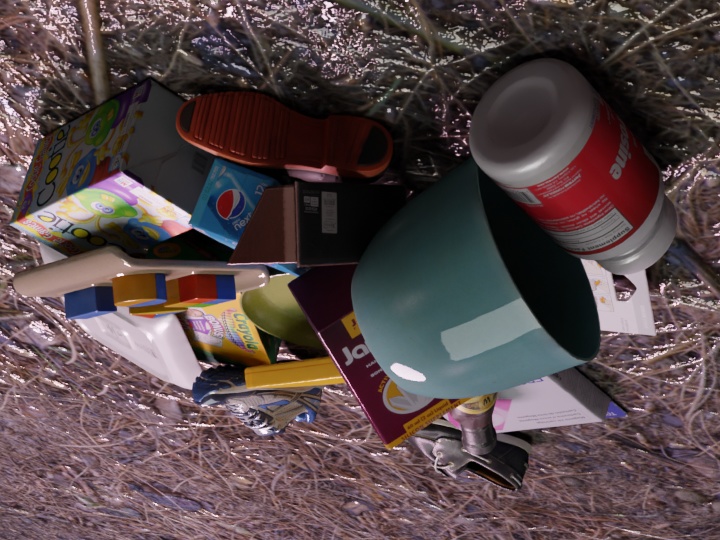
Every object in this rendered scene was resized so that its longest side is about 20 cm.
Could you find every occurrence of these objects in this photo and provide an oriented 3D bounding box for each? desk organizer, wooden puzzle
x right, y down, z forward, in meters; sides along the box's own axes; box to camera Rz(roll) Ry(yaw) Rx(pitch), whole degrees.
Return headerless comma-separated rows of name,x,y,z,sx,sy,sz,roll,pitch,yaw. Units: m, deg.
desk organizer,-0.036,-0.041,1.443,0.076,0.073,0.199,-1,-179,29
wooden puzzle,-0.219,0.021,1.614,0.184,0.047,0.199,-12,166,43

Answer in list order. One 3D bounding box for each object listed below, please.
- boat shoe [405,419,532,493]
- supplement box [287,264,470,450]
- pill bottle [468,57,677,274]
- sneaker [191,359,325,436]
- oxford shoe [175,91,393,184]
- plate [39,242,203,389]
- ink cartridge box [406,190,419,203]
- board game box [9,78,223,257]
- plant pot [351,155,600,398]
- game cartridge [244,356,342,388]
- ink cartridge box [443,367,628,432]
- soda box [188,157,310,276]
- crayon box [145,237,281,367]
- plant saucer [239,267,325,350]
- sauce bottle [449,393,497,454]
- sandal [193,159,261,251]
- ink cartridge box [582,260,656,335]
boat shoe,0.115,0.228,2.030,0.198,0.068,0.072,15,164,1
supplement box,0.023,0.069,1.597,0.110,0.086,0.201,-32,133,-2
pill bottle,0.187,-0.080,1.359,0.112,0.113,0.200,-9,146,37
sneaker,-0.115,0.157,1.888,0.199,0.086,0.077,-1,-171,-45
oxford shoe,-0.072,-0.110,1.470,0.198,0.072,0.073,13,158,-1
plate,-0.277,0.060,1.852,0.199,0.032,0.200,28,158,20
ink cartridge box,0.093,0.019,1.598,0.050,0.109,0.200,-36,144,-2
board game box,-0.233,-0.088,1.544,0.103,0.106,0.199,31,148,-32
plant pot,0.089,0.018,1.395,0.160,0.202,0.200,-27,136,24
game cartridge,-0.007,0.108,1.802,0.175,0.033,0.199,-10,172,38
ink cartridge box,0.183,0.153,1.889,0.195,0.044,0.200,-11,143,39
soda box,-0.092,-0.046,1.519,0.064,0.068,0.200,21,177,15
crayon box,-0.163,0.039,1.806,0.118,0.059,0.200,7,152,13
plant saucer,-0.028,0.034,1.703,0.198,0.031,0.200,6,154,3
sauce bottle,0.120,0.122,1.775,0.065,0.066,0.201,3,135,20
sandal,-0.138,-0.056,1.627,0.074,0.045,0.200,14,153,-1
ink cartridge box,0.199,-0.006,1.574,0.172,0.044,0.200,3,151,18
